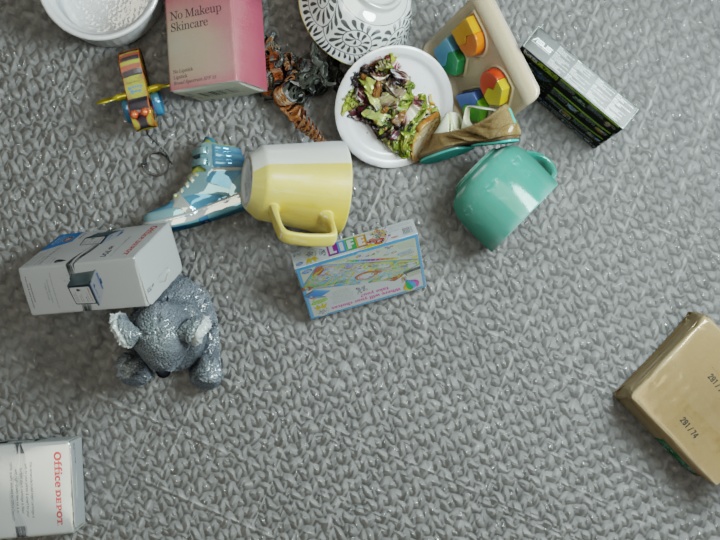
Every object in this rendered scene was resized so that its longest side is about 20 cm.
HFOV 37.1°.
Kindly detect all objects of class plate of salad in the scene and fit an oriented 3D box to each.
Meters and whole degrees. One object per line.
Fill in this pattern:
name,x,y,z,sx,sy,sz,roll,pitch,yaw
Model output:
plate of salad,0.057,-0.259,1.721,0.198,0.048,0.202,-5,113,-11

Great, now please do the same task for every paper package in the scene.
paper package,0.543,0.203,1.710,0.200,0.103,0.191,45,89,1

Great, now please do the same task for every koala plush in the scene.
koala plush,-0.303,0.094,1.656,0.175,0.200,0.186,3,87,0

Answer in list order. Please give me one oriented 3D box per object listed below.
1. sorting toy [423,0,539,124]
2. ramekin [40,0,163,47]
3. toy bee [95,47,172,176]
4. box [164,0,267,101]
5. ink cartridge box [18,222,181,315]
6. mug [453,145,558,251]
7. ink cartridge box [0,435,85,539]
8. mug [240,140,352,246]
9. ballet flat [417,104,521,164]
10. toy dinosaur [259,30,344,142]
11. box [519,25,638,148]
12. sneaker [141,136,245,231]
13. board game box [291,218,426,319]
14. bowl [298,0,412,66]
sorting toy,0.181,-0.314,1.689,0.036,0.200,0.186,-25,87,-28
ramekin,-0.412,-0.459,1.732,0.198,0.098,0.203,0,87,0
toy bee,-0.345,-0.269,1.719,0.130,0.109,0.201,-36,88,-4
box,-0.231,-0.382,1.706,0.127,0.109,0.202,-5,88,22
ink cartridge box,-0.398,-0.002,1.654,0.198,0.147,0.087,-7,112,16
mug,0.225,-0.127,1.710,0.114,0.185,0.152,44,112,4
ink cartridge box,-0.544,0.345,1.699,0.198,0.084,0.148,-3,87,-1
mug,-0.100,-0.129,1.658,0.151,0.187,0.151,4,103,-18
ballet flat,0.167,-0.220,1.688,0.067,0.199,0.073,-7,88,-42
toy dinosaur,-0.100,-0.300,1.743,0.135,0.102,0.201,-28,101,19
box,0.326,-0.283,1.684,0.200,0.193,0.048,40,86,2
sneaker,-0.269,-0.141,1.730,0.198,0.080,0.132,-18,90,-11
board game box,0.000,0.000,1.701,0.198,0.135,0.034,-16,50,-2
bowl,0.011,-0.433,1.698,0.199,0.094,0.203,8,72,-24
